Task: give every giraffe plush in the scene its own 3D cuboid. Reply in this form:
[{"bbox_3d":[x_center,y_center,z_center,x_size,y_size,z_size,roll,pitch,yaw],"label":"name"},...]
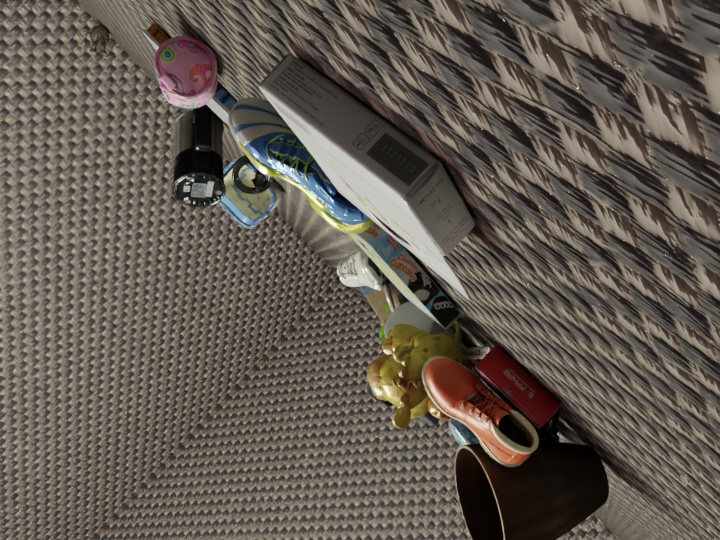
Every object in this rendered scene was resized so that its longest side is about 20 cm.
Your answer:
[{"bbox_3d":[0.082,0.165,1.372,0.162,0.199,0.174,-17,-99,-50],"label":"giraffe plush"}]

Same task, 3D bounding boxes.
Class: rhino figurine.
[{"bbox_3d":[-0.828,-0.734,2.805,0.059,0.088,0.200,4,-168,-18],"label":"rhino figurine"}]

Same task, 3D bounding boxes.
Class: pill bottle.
[{"bbox_3d":[0.129,0.144,1.571,0.114,0.114,0.200,41,175,46],"label":"pill bottle"}]

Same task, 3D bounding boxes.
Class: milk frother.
[{"bbox_3d":[-0.308,-0.255,1.963,0.199,0.180,0.189,14,-129,-29],"label":"milk frother"}]

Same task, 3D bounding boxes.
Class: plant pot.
[{"bbox_3d":[0.271,0.338,1.360,0.187,0.198,0.189,168,90,-77],"label":"plant pot"}]

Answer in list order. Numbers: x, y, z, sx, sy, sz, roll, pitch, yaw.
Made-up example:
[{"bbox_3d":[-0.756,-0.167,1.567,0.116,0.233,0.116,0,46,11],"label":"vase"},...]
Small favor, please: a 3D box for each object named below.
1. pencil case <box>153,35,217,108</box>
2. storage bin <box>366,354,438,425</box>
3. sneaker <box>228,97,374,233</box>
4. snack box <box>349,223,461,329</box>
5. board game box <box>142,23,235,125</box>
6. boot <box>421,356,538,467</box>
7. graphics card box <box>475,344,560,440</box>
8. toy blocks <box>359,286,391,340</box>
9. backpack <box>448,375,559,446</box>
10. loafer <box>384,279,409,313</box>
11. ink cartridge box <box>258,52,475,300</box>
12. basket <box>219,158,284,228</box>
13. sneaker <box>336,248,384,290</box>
[{"bbox_3d":[-0.241,-0.270,1.227,0.087,0.087,0.200,45,176,-12],"label":"pencil case"},{"bbox_3d":[0.132,0.207,1.766,0.134,0.201,0.146,31,170,33],"label":"storage bin"},{"bbox_3d":[-0.051,-0.122,0.945,0.200,0.076,0.105,38,166,-10],"label":"sneaker"},{"bbox_3d":[0.055,-0.005,1.272,0.200,0.037,0.116,47,176,-36],"label":"snack box"},{"bbox_3d":[-0.271,-0.317,1.516,0.200,0.026,0.200,44,177,7],"label":"board game box"},{"bbox_3d":[0.172,0.191,1.254,0.200,0.075,0.107,43,165,8],"label":"boot"},{"bbox_3d":[0.238,0.187,1.323,0.125,0.051,0.200,43,175,20],"label":"graphics card box"},{"bbox_3d":[0.059,0.075,1.936,0.137,0.100,0.200,55,-176,33],"label":"toy blocks"},{"bbox_3d":[0.249,0.282,1.551,0.183,0.147,0.200,45,180,22],"label":"backpack"},{"bbox_3d":[0.091,0.061,1.620,0.200,0.062,0.072,58,-160,-64],"label":"loafer"},{"bbox_3d":[0.018,-0.078,0.753,0.200,0.044,0.174,42,177,35],"label":"ink cartridge box"},{"bbox_3d":[-0.297,-0.195,2.218,0.176,0.139,0.200,44,-153,5],"label":"basket"},{"bbox_3d":[0.000,0.000,1.490,0.200,0.080,0.076,95,172,-84],"label":"sneaker"}]
